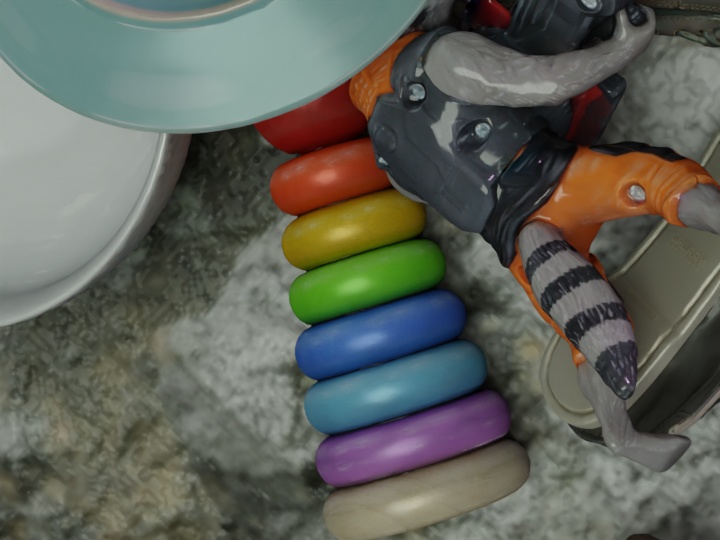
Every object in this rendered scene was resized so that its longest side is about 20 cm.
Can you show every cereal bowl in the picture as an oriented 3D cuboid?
[{"bbox_3d":[-0.153,-0.080,0.883,0.198,0.083,0.202,3,101,16],"label":"cereal bowl"}]

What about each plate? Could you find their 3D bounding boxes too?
[{"bbox_3d":[-0.056,-0.146,0.780,0.198,0.026,0.202,-5,69,12],"label":"plate"}]

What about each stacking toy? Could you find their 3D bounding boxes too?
[{"bbox_3d":[0.000,0.000,0.862,0.085,0.085,0.202,-18,88,18],"label":"stacking toy"}]

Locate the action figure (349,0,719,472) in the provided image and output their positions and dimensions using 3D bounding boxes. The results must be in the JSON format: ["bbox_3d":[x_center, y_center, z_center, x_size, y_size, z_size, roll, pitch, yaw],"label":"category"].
[{"bbox_3d":[0.065,-0.051,0.765,0.193,0.104,0.201,44,142,27],"label":"action figure"}]

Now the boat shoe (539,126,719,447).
[{"bbox_3d":[0.151,-0.010,0.829,0.200,0.057,0.067,-46,50,15],"label":"boat shoe"}]

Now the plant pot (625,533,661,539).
[{"bbox_3d":[0.118,0.200,0.817,0.199,0.200,0.176,24,87,11],"label":"plant pot"}]

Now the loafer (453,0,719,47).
[{"bbox_3d":[0.121,-0.114,0.815,0.198,0.072,0.063,11,137,18],"label":"loafer"}]
